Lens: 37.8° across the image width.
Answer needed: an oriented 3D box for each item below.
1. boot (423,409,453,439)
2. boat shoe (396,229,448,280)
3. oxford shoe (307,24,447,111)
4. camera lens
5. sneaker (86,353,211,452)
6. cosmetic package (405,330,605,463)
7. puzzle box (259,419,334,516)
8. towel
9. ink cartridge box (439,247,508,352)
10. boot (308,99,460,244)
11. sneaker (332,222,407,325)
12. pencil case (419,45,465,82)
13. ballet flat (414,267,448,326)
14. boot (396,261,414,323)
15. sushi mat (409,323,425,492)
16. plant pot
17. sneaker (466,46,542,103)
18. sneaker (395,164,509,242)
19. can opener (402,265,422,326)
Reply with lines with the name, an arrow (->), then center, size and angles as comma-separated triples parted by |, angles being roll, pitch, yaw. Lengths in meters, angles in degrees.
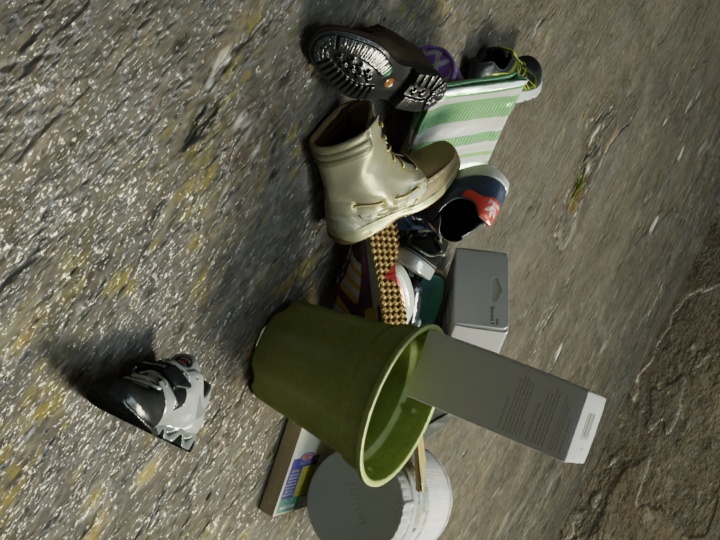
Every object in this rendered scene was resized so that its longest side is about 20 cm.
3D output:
boot -> 0.085, 0.198, 1.573 | 0.181, 0.199, 0.073 | 35, 44, -36
boat shoe -> 0.084, -0.034, 1.446 | 0.064, 0.070, 0.200 | -58, 176, 8
oxford shoe -> 0.008, -0.240, 1.188 | 0.073, 0.085, 0.199 | -41, 148, 27
camera lens -> 0.031, 0.322, 1.479 | 0.200, 0.159, 0.161 | 20, 91, -65
sneaker -> -0.201, 0.115, 1.031 | 0.089, 0.074, 0.200 | -64, 164, -11
cosmetic package -> 0.166, 0.143, 1.198 | 0.107, 0.199, 0.086 | 23, 86, -63
puzzle box -> -0.062, 0.262, 1.466 | 0.200, 0.025, 0.134 | 8, 102, -64
towel -> 0.123, -0.174, 1.359 | 0.151, 0.024, 0.201 | -13, 150, -21
ink cartridge box -> 0.163, 0.083, 1.600 | 0.201, 0.083, 0.146 | 102, -5, -52
boot -> 0.032, -0.140, 1.254 | 0.199, 0.073, 0.156 | -31, 134, -18
sneaker -> 0.000, 0.000, 1.347 | 0.075, 0.089, 0.202 | 4, 79, -57
pencil case -> 0.109, -0.216, 1.390 | 0.085, 0.084, 0.200 | -43, 151, 1
ballet flat -> 0.088, 0.086, 1.598 | 0.071, 0.070, 0.202 | -15, 124, -60
boot -> 0.005, 0.089, 1.421 | 0.144, 0.072, 0.201 | -42, 147, -42
sushi mat -> 0.072, 0.179, 1.381 | 0.096, 0.012, 0.202 | -70, 155, -72
plant pot -> -0.024, 0.128, 1.257 | 0.200, 0.183, 0.202 | -44, 145, -43
sneaker -> 0.217, -0.292, 1.547 | 0.200, 0.074, 0.085 | -37, 140, -48
sneaker -> 0.097, -0.072, 1.346 | 0.075, 0.199, 0.085 | 37, 55, -30
can opener -> 0.057, 0.090, 1.529 | 0.078, 0.063, 0.202 | -34, 137, -51
